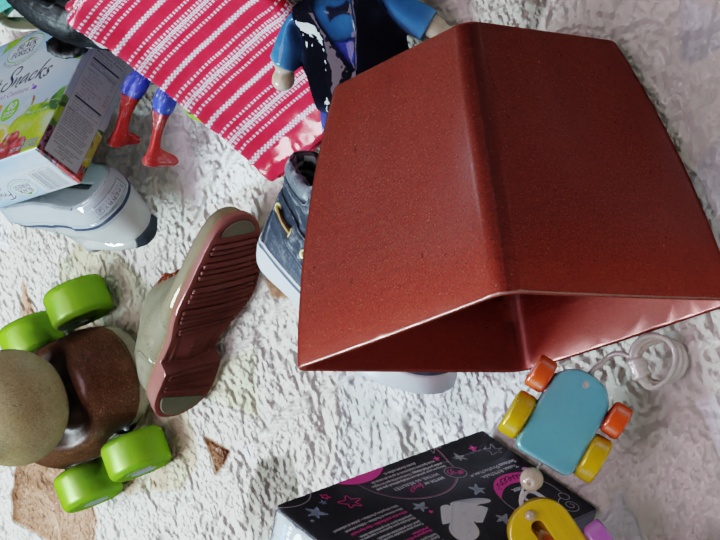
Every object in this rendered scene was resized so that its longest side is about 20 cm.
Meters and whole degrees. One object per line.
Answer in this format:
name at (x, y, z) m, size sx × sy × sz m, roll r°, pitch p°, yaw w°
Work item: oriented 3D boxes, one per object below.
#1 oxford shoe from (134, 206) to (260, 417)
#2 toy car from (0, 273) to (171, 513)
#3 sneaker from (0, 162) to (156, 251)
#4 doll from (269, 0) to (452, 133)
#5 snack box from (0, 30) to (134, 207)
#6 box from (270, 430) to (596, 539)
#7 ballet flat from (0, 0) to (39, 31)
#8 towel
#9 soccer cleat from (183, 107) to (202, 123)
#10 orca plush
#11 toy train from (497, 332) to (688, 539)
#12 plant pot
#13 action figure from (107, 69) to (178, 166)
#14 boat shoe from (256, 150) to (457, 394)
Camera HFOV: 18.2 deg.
oxford shoe at (-0.135, 0.020, 1.718) m, size 0.075 × 0.070 × 0.201 m, roll 52°, pitch 132°, yaw 32°
toy car at (-0.280, 0.114, 1.801) m, size 0.158 × 0.199 × 0.165 m, roll -34°, pitch 75°, yaw 46°
sneaker at (-0.228, -0.048, 1.792) m, size 0.071 × 0.073 × 0.200 m, roll 48°, pitch 165°, yaw -27°
doll at (0.005, -0.134, 1.511) m, size 0.136 × 0.048 × 0.201 m, roll -17°, pitch 97°, yaw 17°
snack box at (-0.265, -0.122, 1.778) m, size 0.199 × 0.053 × 0.143 m, roll -13°, pitch 46°, yaw 48°
box at (0.041, 0.210, 1.475) m, size 0.115 × 0.199 × 0.133 m, roll 33°, pitch 123°, yaw 36°
ballet flat at (-0.251, -0.230, 1.795) m, size 0.199 × 0.067 × 0.071 m, roll -7°, pitch 119°, yaw 48°
towel at (-0.096, -0.153, 1.574) m, size 0.200 × 0.023 × 0.144 m, roll 38°, pitch 137°, yaw -19°
soccer cleat at (-0.085, -0.183, 1.621) m, size 0.200 × 0.067 × 0.081 m, roll 114°, pitch 166°, yaw -50°
orca plush at (-0.240, -0.228, 1.676) m, size 0.105 × 0.071 × 0.200 m, roll -49°, pitch 67°, yaw 21°
toy train at (0.162, 0.145, 1.419) m, size 0.056 × 0.149 × 0.201 m, roll 93°, pitch 169°, yaw -85°
plant pot at (0.084, -0.045, 1.386) m, size 0.199 × 0.199 × 0.178 m, roll -21°, pitch 71°, yaw 48°
action figure at (-0.139, -0.181, 1.685) m, size 0.065 × 0.052 × 0.201 m, roll 31°, pitch 117°, yaw 32°
boat shoe at (0.000, 0.000, 1.562) m, size 0.200 × 0.071 × 0.091 m, roll 40°, pitch 129°, yaw 35°
